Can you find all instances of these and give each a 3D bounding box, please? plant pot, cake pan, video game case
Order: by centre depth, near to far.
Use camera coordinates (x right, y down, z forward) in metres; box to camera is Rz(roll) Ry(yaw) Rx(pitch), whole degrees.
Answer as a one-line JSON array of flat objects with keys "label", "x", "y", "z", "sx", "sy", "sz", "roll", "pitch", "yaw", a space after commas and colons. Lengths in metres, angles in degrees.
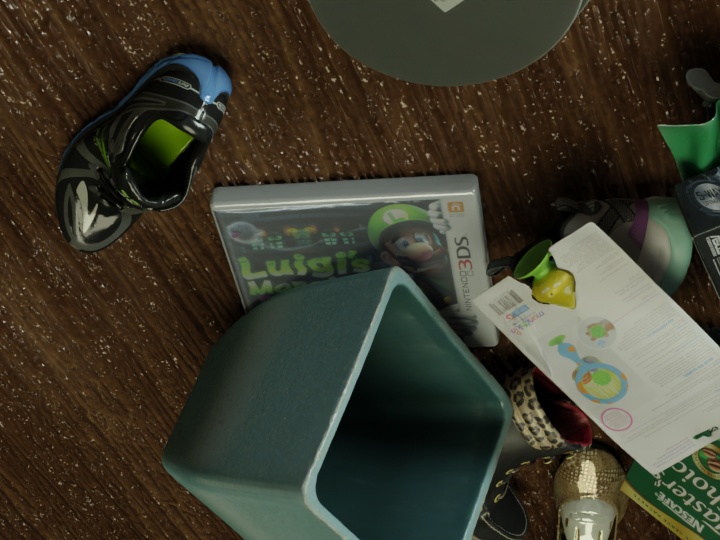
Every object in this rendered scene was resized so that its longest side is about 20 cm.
[{"label": "cake pan", "x": 0.052, "y": -0.188, "z": 0.951, "sx": 0.199, "sy": 0.037, "sz": 0.201, "roll": 4, "pitch": 140, "yaw": 3}, {"label": "video game case", "x": 0.000, "y": 0.000, "z": 1.189, "sx": 0.199, "sy": 0.023, "sz": 0.182, "roll": -2, "pitch": 139, "yaw": 10}, {"label": "plant pot", "x": -0.034, "y": 0.133, "z": 1.192, "sx": 0.199, "sy": 0.197, "sz": 0.196, "roll": -3, "pitch": 142, "yaw": 38}]

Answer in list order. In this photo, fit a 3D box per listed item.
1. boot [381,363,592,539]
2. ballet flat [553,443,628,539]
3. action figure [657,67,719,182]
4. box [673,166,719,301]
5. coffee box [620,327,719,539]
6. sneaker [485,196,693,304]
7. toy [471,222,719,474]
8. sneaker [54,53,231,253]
[{"label": "boot", "x": 0.128, "y": 0.160, "z": 1.323, "sx": 0.150, "sy": 0.073, "sz": 0.200, "roll": -22, "pitch": 124, "yaw": 29}, {"label": "ballet flat", "x": 0.209, "y": 0.237, "z": 1.406, "sx": 0.070, "sy": 0.066, "sz": 0.201, "roll": -1, "pitch": 139, "yaw": 8}, {"label": "action figure", "x": 0.256, "y": -0.066, "z": 1.046, "sx": 0.117, "sy": 0.055, "sz": 0.200, "roll": -19, "pitch": 143, "yaw": 1}, {"label": "box", "x": 0.312, "y": -0.023, "z": 1.046, "sx": 0.159, "sy": 0.044, "sz": 0.200, "roll": -23, "pitch": 146, "yaw": 13}, {"label": "coffee box", "x": 0.295, "y": 0.152, "z": 1.263, "sx": 0.123, "sy": 0.044, "sz": 0.201, "roll": 39, "pitch": 144, "yaw": 20}, {"label": "sneaker", "x": 0.161, "y": 0.018, "z": 1.157, "sx": 0.139, "sy": 0.078, "sz": 0.201, "roll": 7, "pitch": 130, "yaw": 2}, {"label": "toy", "x": 0.188, "y": 0.049, "z": 1.098, "sx": 0.200, "sy": 0.047, "sz": 0.115, "roll": 41, "pitch": 127, "yaw": -19}, {"label": "sneaker", "x": -0.160, "y": -0.071, "z": 1.080, "sx": 0.071, "sy": 0.083, "sz": 0.199, "roll": 28, "pitch": 135, "yaw": -24}]
